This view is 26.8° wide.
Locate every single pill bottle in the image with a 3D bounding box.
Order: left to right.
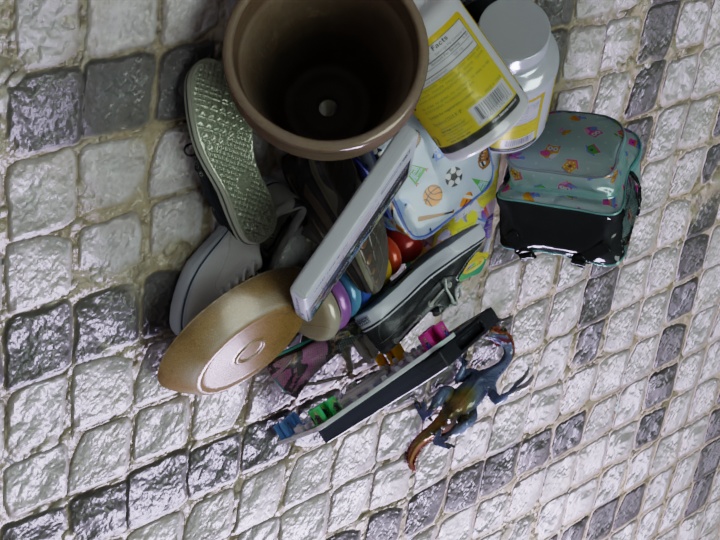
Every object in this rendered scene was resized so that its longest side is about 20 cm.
[{"bbox_3d":[0.081,-0.225,1.598,0.111,0.111,0.201,-43,106,-19],"label":"pill bottle"},{"bbox_3d":[0.169,-0.225,1.731,0.112,0.112,0.200,-46,164,-16],"label":"pill bottle"}]

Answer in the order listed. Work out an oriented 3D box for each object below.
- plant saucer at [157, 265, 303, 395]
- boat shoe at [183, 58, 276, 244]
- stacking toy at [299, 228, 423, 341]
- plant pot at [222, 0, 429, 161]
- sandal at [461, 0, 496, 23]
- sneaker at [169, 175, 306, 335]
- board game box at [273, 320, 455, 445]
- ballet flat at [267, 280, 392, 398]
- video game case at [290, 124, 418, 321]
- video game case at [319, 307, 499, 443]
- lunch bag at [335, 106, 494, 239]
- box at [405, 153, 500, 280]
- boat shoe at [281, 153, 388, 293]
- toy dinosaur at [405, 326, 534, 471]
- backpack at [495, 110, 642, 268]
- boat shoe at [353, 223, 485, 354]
[{"bbox_3d":[-0.129,0.076,1.646,0.199,0.036,0.201,-35,161,-14],"label":"plant saucer"},{"bbox_3d":[-0.141,-0.120,1.541,0.074,0.062,0.202,-32,121,-27],"label":"boat shoe"},{"bbox_3d":[0.000,0.000,1.782,0.200,0.085,0.086,-36,138,-37],"label":"stacking toy"},{"bbox_3d":[-0.032,-0.190,1.515,0.201,0.200,0.175,-51,171,-10],"label":"plant pot"},{"bbox_3d":[0.118,-0.294,1.731,0.199,0.043,0.077,-14,125,-44],"label":"sandal"},{"bbox_3d":[-0.132,-0.007,1.619,0.201,0.071,0.073,-58,143,-1],"label":"sneaker"},{"bbox_3d":[-0.001,0.134,1.787,0.199,0.026,0.200,-33,179,-20],"label":"board game box"},{"bbox_3d":[-0.022,0.088,1.808,0.199,0.069,0.072,-33,93,-28],"label":"ballet flat"},{"bbox_3d":[-0.007,-0.044,1.551,0.201,0.023,0.182,-56,175,-8],"label":"video game case"},{"bbox_3d":[0.059,0.125,1.831,0.199,0.026,0.181,-35,179,29],"label":"video game case"},{"bbox_3d":[0.059,-0.144,1.713,0.160,0.075,0.201,-36,122,-16],"label":"lunch bag"},{"bbox_3d":[0.116,-0.071,1.883,0.117,0.048,0.202,-22,128,-39],"label":"box"},{"bbox_3d":[-0.028,-0.061,1.685,0.075,0.073,0.201,-58,134,-47],"label":"boat shoe"},{"bbox_3d":[0.143,0.158,2.081,0.181,0.105,0.200,-39,178,-44],"label":"toy dinosaur"},{"bbox_3d":[0.270,-0.116,1.913,0.200,0.174,0.155,-55,145,-53],"label":"backpack"},{"bbox_3d":[0.084,0.022,1.795,0.199,0.073,0.068,-41,99,-27],"label":"boat shoe"}]
